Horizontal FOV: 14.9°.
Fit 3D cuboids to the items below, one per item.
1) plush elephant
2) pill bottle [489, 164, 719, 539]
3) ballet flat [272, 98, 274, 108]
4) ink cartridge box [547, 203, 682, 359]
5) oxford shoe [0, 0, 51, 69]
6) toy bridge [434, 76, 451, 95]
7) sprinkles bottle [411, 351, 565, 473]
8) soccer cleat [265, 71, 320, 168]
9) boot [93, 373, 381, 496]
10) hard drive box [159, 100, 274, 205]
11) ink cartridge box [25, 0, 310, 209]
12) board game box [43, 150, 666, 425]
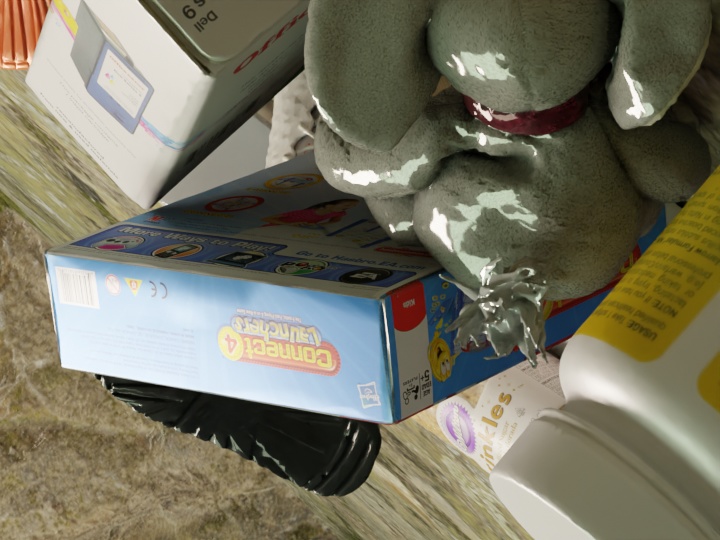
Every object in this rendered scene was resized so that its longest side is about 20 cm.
[{"bbox_3d":[0.062,-0.076,1.079,0.164,0.155,0.200,4,-153,2],"label":"plush elephant"},{"bbox_3d":[0.146,0.031,1.011,0.114,0.200,0.114,41,170,9],"label":"pill bottle"},{"bbox_3d":[-0.076,-0.160,1.450,0.200,0.064,0.076,46,170,-20],"label":"ballet flat"},{"bbox_3d":[0.112,0.011,1.393,0.146,0.084,0.200,38,169,20],"label":"ink cartridge box"},{"bbox_3d":[-0.104,-0.141,1.389,0.199,0.073,0.072,5,113,19],"label":"oxford shoe"},{"bbox_3d":[0.012,-0.130,1.341,0.067,0.027,0.200,37,169,28],"label":"toy bridge"},{"bbox_3d":[0.073,0.066,1.337,0.200,0.068,0.068,32,166,43],"label":"sprinkles bottle"},{"bbox_3d":[-0.020,-0.047,1.407,0.068,0.201,0.085,3,-179,23],"label":"soccer cleat"},{"bbox_3d":[-0.061,0.034,1.501,0.198,0.073,0.163,31,-158,-8],"label":"boot"},{"bbox_3d":[-0.026,-0.043,1.543,0.200,0.077,0.156,37,-163,20],"label":"hard drive box"},{"bbox_3d":[-0.055,-0.125,1.177,0.088,0.145,0.200,47,162,0],"label":"ink cartridge box"},{"bbox_3d":[0.000,0.000,1.216,0.200,0.196,0.056,8,111,41],"label":"board game box"}]
